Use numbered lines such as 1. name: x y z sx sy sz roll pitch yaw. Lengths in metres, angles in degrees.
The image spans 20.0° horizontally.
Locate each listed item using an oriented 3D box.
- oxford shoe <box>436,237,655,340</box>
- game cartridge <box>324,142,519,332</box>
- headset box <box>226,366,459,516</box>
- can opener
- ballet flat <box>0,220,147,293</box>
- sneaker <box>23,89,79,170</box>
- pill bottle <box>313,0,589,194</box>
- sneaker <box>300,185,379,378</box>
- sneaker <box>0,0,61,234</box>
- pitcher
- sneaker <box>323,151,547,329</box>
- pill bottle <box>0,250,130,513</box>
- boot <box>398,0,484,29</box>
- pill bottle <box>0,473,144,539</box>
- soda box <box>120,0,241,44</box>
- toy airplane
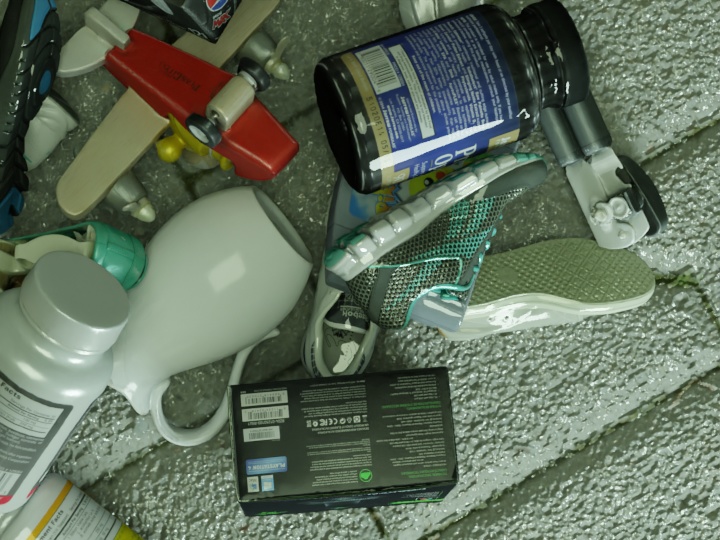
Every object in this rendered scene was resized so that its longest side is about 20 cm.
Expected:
1. oxford shoe: 0.146 0.019 1.694 0.198 0.076 0.058 -7 141 -9
2. game cartridge: 0.047 -0.064 1.648 0.132 0.041 0.202 19 70 -3
3. headset box: -0.016 0.141 1.631 0.172 0.200 0.094 -4 80 -3
4. can opener: 0.185 -0.111 1.685 0.052 0.066 0.201 -24 96 37
5. ballet flat: -0.264 -0.006 1.623 0.198 0.070 0.068 -10 61 31
6. sneaker: -0.326 -0.156 1.644 0.200 0.070 0.080 40 96 -7
7. pill bottle: 0.072 -0.142 1.590 0.198 0.112 0.113 -19 97 -10
8. sneaker: 0.000 0.000 1.670 0.076 0.081 0.202 10 91 0
9. sneaker: -0.292 -0.130 1.586 0.081 0.073 0.202 21 103 13
10. pitcher: -0.124 0.040 1.661 0.200 0.121 0.172 -38 122 8
11. sneaker: 0.069 -0.023 1.595 0.199 0.078 0.092 -30 98 -16
12. pill bottle: -0.258 0.084 1.565 0.110 0.111 0.200 34 119 -6
13. boot: 0.080 -0.257 1.629 0.073 0.095 0.202 -14 98 -34
14. pill bottle: -0.238 0.243 1.671 0.200 0.109 0.110 39 93 -6
15. soda box: -0.181 -0.250 1.589 0.199 0.063 0.071 26 81 29
16. toy airplane: -0.148 -0.135 1.632 0.198 0.141 0.201 -12 56 7
